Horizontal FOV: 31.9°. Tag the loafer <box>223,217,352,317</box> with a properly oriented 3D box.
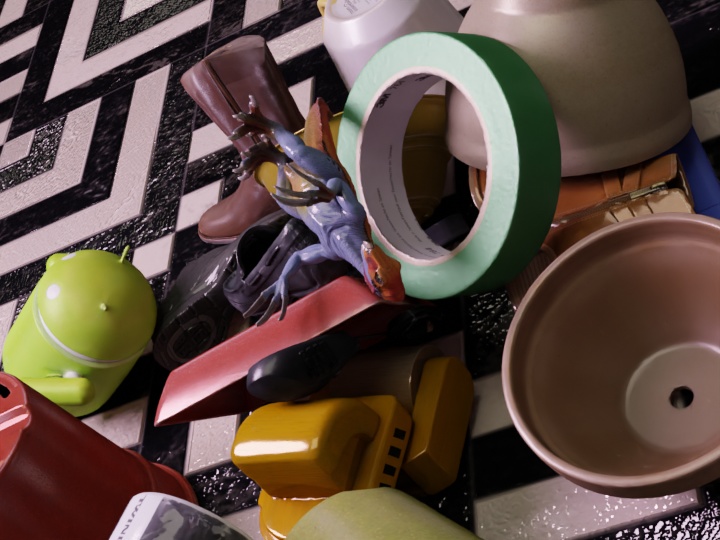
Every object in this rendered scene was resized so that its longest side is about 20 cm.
[{"bbox_3d":[-0.072,-0.008,1.047,0.068,0.070,0.200,-51,14,-23],"label":"loafer"}]

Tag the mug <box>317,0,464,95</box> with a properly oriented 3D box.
[{"bbox_3d":[0.024,-0.213,1.226,0.186,0.153,0.150,-4,51,36],"label":"mug"}]

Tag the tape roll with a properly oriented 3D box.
[{"bbox_3d":[0.062,-0.079,0.956,0.200,0.048,0.201,8,101,48],"label":"tape roll"}]

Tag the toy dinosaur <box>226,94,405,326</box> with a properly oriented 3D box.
[{"bbox_3d":[-0.016,-0.053,0.908,0.181,0.105,0.200,36,55,18],"label":"toy dinosaur"}]

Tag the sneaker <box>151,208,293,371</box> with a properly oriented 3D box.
[{"bbox_3d":[-0.129,0.004,1.204,0.200,0.076,0.091,-40,33,-3],"label":"sneaker"}]

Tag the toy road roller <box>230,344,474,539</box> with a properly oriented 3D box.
[{"bbox_3d":[-0.010,0.124,0.932,0.123,0.146,0.200,-7,48,33],"label":"toy road roller"}]

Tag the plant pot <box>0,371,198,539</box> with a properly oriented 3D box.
[{"bbox_3d":[-0.268,0.196,1.026,0.200,0.195,0.201,-21,42,21],"label":"plant pot"}]

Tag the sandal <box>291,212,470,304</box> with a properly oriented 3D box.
[{"bbox_3d":[0.000,0.000,1.102,0.200,0.043,0.076,-31,-4,-1],"label":"sandal"}]

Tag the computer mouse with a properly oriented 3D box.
[{"bbox_3d":[-0.003,0.063,0.935,0.059,0.200,0.034,-41,72,47],"label":"computer mouse"}]

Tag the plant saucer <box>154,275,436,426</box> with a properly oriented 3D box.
[{"bbox_3d":[-0.050,0.059,1.003,0.199,0.200,0.037,-29,79,12],"label":"plant saucer"}]

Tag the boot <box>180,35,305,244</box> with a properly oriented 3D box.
[{"bbox_3d":[-0.129,-0.127,1.224,0.186,0.200,0.064,-22,41,19],"label":"boot"}]

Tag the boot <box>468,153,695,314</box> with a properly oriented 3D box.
[{"bbox_3d":[0.175,-0.056,0.980,0.154,0.074,0.200,-29,52,18],"label":"boot"}]

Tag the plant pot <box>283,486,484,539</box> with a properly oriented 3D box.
[{"bbox_3d":[0.032,0.229,0.782,0.200,0.200,0.184,-44,28,-7],"label":"plant pot"}]

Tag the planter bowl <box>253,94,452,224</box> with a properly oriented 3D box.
[{"bbox_3d":[0.011,-0.076,1.124,0.200,0.200,0.084,-22,77,20],"label":"planter bowl"}]

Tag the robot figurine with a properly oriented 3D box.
[{"bbox_3d":[-0.264,0.060,1.185,0.200,0.115,0.176,-48,25,42],"label":"robot figurine"}]

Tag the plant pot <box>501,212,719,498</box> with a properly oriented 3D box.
[{"bbox_3d":[0.203,0.069,0.851,0.200,0.093,0.201,-18,50,23],"label":"plant pot"}]

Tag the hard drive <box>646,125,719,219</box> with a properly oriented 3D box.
[{"bbox_3d":[0.220,-0.075,1.039,0.132,0.025,0.200,-26,41,17],"label":"hard drive"}]

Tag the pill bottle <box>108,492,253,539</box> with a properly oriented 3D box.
[{"bbox_3d":[-0.142,0.248,0.780,0.106,0.106,0.200,2,53,39],"label":"pill bottle"}]

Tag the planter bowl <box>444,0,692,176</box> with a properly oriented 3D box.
[{"bbox_3d":[0.159,-0.176,0.997,0.199,0.135,0.200,-7,27,4],"label":"planter bowl"}]
